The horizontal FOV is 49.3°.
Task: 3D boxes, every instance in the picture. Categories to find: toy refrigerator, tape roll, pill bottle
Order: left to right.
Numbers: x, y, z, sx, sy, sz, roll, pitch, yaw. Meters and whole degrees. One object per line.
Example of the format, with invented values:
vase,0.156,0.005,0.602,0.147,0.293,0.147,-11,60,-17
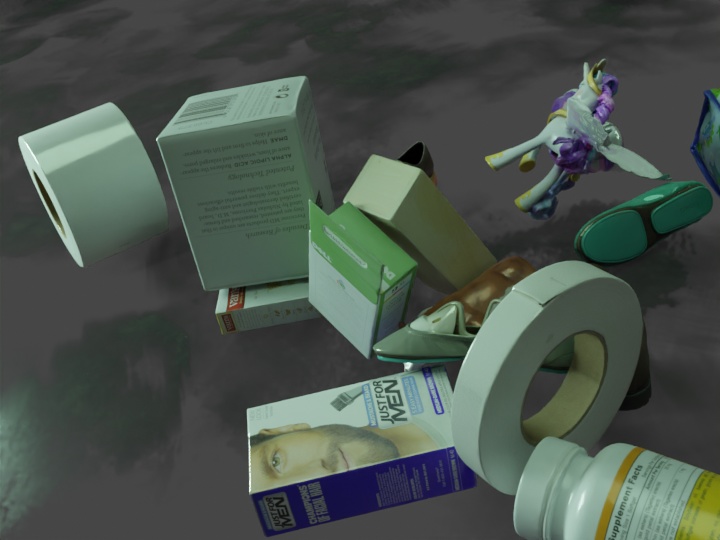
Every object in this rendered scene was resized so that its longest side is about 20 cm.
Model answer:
tape roll,-0.387,-0.124,1.142,0.138,0.205,0.202,-27,36,-23
toy refrigerator,0.073,-0.044,0.875,0.076,0.200,0.070,24,78,42
tape roll,0.159,0.091,0.656,0.202,0.205,0.037,-29,37,-24
pill bottle,0.218,0.193,0.570,0.198,0.112,0.111,15,42,35

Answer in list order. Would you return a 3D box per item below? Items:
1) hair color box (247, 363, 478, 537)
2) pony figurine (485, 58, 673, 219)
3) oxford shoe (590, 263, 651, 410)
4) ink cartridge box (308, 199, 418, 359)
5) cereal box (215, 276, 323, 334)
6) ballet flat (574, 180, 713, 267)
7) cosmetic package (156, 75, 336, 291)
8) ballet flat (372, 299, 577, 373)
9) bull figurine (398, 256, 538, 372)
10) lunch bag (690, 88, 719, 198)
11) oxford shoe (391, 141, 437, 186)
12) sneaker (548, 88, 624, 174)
hair color box,-0.002,0.163,0.728,0.198,0.065,0.110,-14,34,-1
pony figurine,0.275,-0.160,1.008,0.200,0.166,0.194,-45,40,21
oxford shoe,0.257,0.043,0.804,0.072,0.085,0.201,-10,32,6
ink cartridge box,0.000,0.000,0.817,0.059,0.201,0.104,-38,68,-23
cereal box,-0.078,0.010,0.994,0.197,0.040,0.144,-10,32,3
ballet flat,0.331,-0.055,0.953,0.198,0.068,0.070,-22,11,-15
cosmetic package,-0.129,-0.109,0.970,0.163,0.202,0.165,-9,29,7
ballet flat,0.109,0.058,0.749,0.198,0.065,0.067,2,6,18
bull figurine,0.133,0.053,0.845,0.199,0.066,0.121,-37,47,-25
lunch bag,0.527,-0.142,0.963,0.168,0.128,0.201,-7,47,3
oxford shoe,0.038,-0.115,1.109,0.071,0.074,0.200,13,41,31
sneaker,0.311,-0.199,1.150,0.088,0.081,0.201,-19,35,4
